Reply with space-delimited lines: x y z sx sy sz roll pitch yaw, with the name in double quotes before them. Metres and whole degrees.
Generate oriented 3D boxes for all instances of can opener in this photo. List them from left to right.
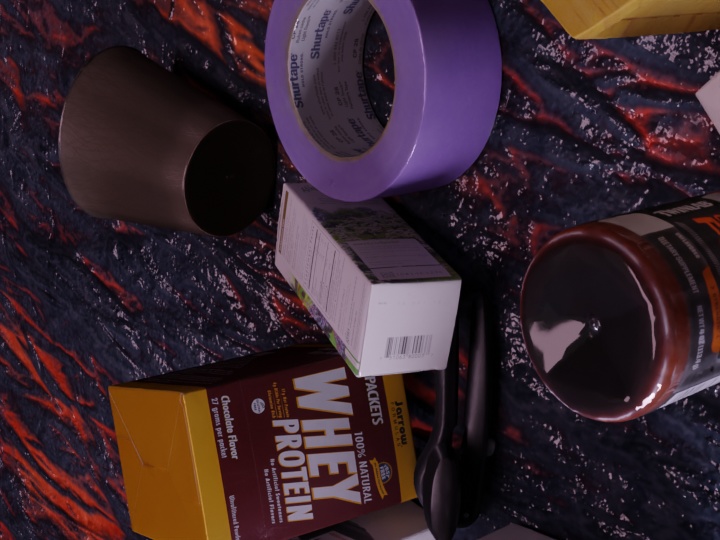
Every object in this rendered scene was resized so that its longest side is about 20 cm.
"can opener" 0.082 0.115 0.954 0.079 0.062 0.204 -148 63 -73

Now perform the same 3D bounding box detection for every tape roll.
"tape roll" 0.013 -0.160 0.943 0.199 0.084 0.203 17 112 48

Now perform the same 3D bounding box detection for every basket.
"basket" -0.188 -0.113 1.169 0.199 0.135 0.183 23 112 41

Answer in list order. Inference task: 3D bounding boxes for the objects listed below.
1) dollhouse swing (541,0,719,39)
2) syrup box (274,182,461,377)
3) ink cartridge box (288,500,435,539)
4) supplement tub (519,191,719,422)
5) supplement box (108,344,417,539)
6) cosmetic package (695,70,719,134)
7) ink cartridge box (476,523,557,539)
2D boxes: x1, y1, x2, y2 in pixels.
"dollhouse swing" 0.190 -0.223 0.617 0.183 0.198 0.177 57 137 24
"syrup box" 0.000 0.000 0.964 0.200 0.078 0.083 -132 45 -55
"ink cartridge box" -0.032 0.289 1.022 0.083 0.198 0.147 28 120 45
"supplement tub" 0.190 0.012 0.679 0.106 0.198 0.109 17 114 46
"supplement box" -0.087 0.147 1.029 0.196 0.197 0.135 -7 93 60
"cosmetic package" 0.285 -0.048 0.638 0.108 0.084 0.202 -42 66 46
"ink cartridge box" 0.159 0.294 0.880 0.199 0.083 0.147 12 108 49
